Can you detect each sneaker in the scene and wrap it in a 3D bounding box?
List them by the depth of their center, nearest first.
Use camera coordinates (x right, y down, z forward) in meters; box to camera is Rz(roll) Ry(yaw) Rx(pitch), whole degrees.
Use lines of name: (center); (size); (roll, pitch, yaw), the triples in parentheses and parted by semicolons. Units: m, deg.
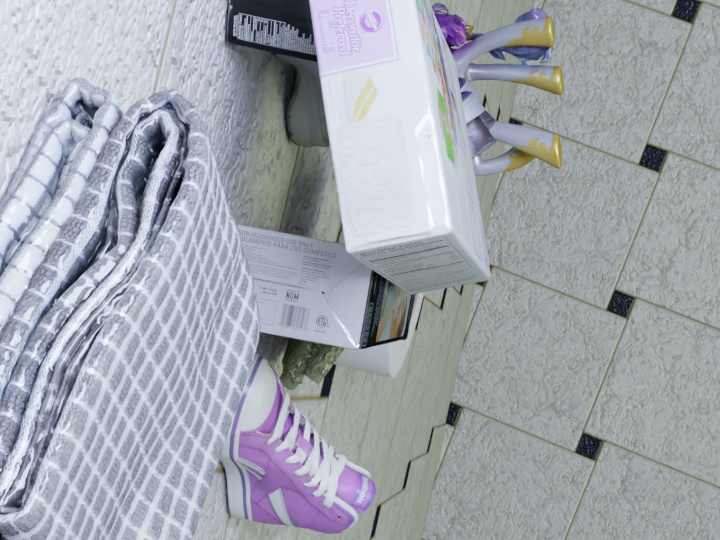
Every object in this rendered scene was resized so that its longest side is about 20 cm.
sneaker: (-0.007, -0.145, 0.861); (0.200, 0.087, 0.075); (77, 34, -65)
sneaker: (-0.042, 0.130, 0.934); (0.201, 0.114, 0.073); (86, 21, -56)

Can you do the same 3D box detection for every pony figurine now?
pony figurine: (0.070, -0.164, 1.089); (0.166, 0.199, 0.194); (-3, 90, -73)

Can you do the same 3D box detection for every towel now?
towel: (-0.107, 0.047, 0.534); (0.166, 0.085, 0.201); (83, 21, -61)
towel: (0.000, 0.000, 1.011); (0.200, 0.036, 0.148); (-54, -172, 5)

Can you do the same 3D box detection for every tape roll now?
tape roll: (0.023, 0.002, 1.278); (0.202, 0.070, 0.204); (13, 90, -80)

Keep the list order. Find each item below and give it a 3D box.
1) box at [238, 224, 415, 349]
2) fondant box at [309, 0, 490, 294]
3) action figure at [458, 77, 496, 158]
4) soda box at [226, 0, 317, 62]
box: (-0.032, 0.010, 0.836); (0.200, 0.116, 0.061); (10, 90, -79)
fondant box: (0.027, -0.071, 0.724); (0.200, 0.058, 0.145); (36, 45, -77)
action figure: (0.033, -0.173, 0.928); (0.201, 0.069, 0.130); (60, -3, -13)
soda box: (-0.029, -0.224, 0.704); (0.071, 0.063, 0.201); (-61, 162, -59)
